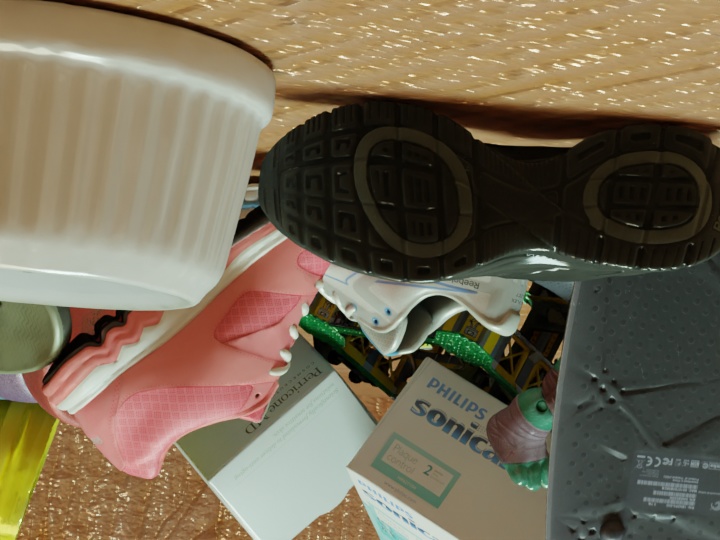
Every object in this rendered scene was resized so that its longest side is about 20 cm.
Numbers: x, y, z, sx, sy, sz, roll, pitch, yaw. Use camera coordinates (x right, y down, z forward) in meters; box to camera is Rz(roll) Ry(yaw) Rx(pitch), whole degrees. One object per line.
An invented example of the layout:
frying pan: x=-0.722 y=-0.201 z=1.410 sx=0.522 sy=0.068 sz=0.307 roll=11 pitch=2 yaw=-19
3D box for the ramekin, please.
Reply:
ramekin: x=-0.136 y=-0.040 z=0.881 sx=0.200 sy=0.095 sz=0.202 roll=6 pitch=174 yaw=1

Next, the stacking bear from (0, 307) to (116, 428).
stacking bear: x=-0.217 y=0.005 z=1.231 sx=0.199 sy=0.122 sz=0.114 roll=16 pitch=-154 yaw=25

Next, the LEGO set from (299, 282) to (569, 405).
LEGO set: x=0.068 y=0.016 z=1.348 sx=0.154 sy=0.116 sz=0.199 roll=39 pitch=159 yaw=-27

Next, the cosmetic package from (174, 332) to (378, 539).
cosmetic package: x=-0.078 y=0.077 z=1.445 sx=0.085 sy=0.107 sz=0.200 roll=54 pitch=172 yaw=-36

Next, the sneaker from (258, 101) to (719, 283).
sneaker: x=0.056 y=-0.022 z=0.961 sx=0.198 sy=0.077 sz=0.091 roll=6 pitch=170 yaw=0

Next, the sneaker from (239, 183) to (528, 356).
sneaker: x=0.000 y=0.000 z=1.202 sx=0.199 sy=0.088 sz=0.075 roll=3 pitch=175 yaw=31

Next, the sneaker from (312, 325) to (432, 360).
sneaker: x=0.021 y=0.021 z=1.515 sx=0.076 sy=0.076 sz=0.200 roll=-6 pitch=-179 yaw=20

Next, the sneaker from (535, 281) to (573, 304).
sneaker: x=0.163 y=0.020 z=1.239 sx=0.198 sy=0.088 sz=0.074 roll=6 pitch=174 yaw=-11

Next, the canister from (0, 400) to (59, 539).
canister: x=-0.272 y=0.072 z=1.290 sx=0.198 sy=0.087 sz=0.149 roll=19 pitch=-166 yaw=-6

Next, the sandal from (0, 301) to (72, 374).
sandal: x=-0.237 y=0.023 z=1.125 sx=0.199 sy=0.080 sz=0.058 roll=5 pitch=-143 yaw=13

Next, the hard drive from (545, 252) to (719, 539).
hard drive: x=0.155 y=0.049 z=1.048 sx=0.134 sy=0.202 sz=0.042 roll=5 pitch=-162 yaw=-4

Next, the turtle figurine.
turtle figurine: x=0.154 y=0.031 z=1.164 sx=0.149 sy=0.101 sz=0.200 roll=1 pitch=144 yaw=-42

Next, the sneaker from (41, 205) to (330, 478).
sneaker: x=-0.059 y=0.028 z=1.145 sx=0.199 sy=0.087 sz=0.074 roll=-35 pitch=-172 yaw=-3

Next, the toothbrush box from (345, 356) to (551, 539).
toothbrush box: x=0.087 y=0.154 z=1.336 sx=0.146 sy=0.086 sz=0.200 roll=31 pitch=163 yaw=21
